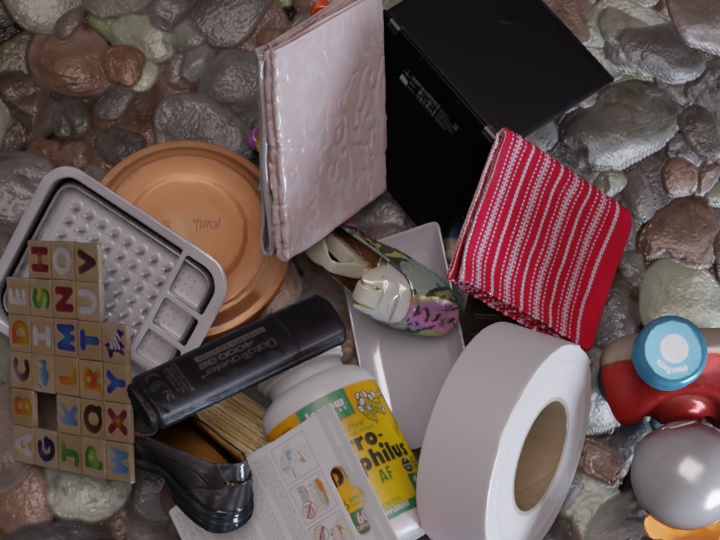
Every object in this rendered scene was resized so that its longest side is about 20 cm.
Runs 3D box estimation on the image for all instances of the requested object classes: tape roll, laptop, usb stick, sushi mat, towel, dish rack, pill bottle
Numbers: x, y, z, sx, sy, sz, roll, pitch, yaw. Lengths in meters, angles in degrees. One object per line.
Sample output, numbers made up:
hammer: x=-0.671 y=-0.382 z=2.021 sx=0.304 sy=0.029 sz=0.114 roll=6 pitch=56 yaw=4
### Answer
tape roll: x=0.127 y=0.148 z=1.408 sx=0.070 sy=0.203 sz=0.204 roll=17 pitch=70 yaw=29
laptop: x=0.097 y=-0.166 z=1.550 sx=0.115 sy=0.201 sz=0.188 roll=-11 pitch=55 yaw=-48
usb stick: x=-0.102 y=0.076 z=1.386 sx=0.199 sy=0.033 sz=0.056 roll=-24 pitch=59 yaw=-27
sushi mat: x=-0.174 y=0.126 z=1.499 sx=0.199 sy=0.012 sz=0.096 roll=33 pitch=73 yaw=6
towel: x=-0.031 y=-0.131 z=1.444 sx=0.032 sy=0.202 sz=0.191 roll=14 pitch=30 yaw=27
dish rack: x=-0.225 y=0.018 z=1.472 sx=0.199 sy=0.044 sz=0.173 roll=33 pitch=105 yaw=7
towel: x=0.164 y=-0.022 z=1.448 sx=0.022 sy=0.199 sz=0.146 roll=11 pitch=78 yaw=47
pill bottle: x=-0.019 y=0.155 z=1.448 sx=0.112 sy=0.113 sz=0.201 roll=-25 pitch=75 yaw=-10

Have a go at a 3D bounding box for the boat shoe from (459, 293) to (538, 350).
boat shoe: x=0.134 y=0.012 z=1.503 sx=0.071 sy=0.068 sz=0.202 roll=9 pitch=109 yaw=7

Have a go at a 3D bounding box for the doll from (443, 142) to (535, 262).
doll: x=0.130 y=-0.059 z=1.554 sx=0.200 sy=0.048 sz=0.137 roll=43 pitch=96 yaw=11

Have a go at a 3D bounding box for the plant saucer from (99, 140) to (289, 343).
plant saucer: x=-0.163 y=-0.031 z=1.532 sx=0.198 sy=0.032 sz=0.202 roll=2 pitch=70 yaw=-6

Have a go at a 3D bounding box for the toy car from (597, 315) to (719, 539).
toy car: x=0.302 y=0.153 z=1.436 sx=0.175 sy=0.184 sz=0.202 roll=-1 pitch=78 yaw=-4

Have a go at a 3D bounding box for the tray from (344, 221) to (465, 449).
tray: x=0.047 y=0.065 z=1.512 sx=0.106 sy=0.022 sz=0.202 roll=-17 pitch=73 yaw=20

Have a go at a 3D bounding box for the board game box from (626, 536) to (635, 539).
board game box: x=0.300 y=0.324 z=1.420 sx=0.198 sy=0.103 sz=0.106 roll=22 pitch=73 yaw=4

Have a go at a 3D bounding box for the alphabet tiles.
alphabet tiles: x=-0.254 y=0.075 z=1.419 sx=0.008 sy=0.166 sz=0.202 roll=-7 pitch=97 yaw=-47

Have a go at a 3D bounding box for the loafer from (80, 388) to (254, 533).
loafer: x=-0.163 y=0.136 z=1.395 sx=0.199 sy=0.073 sz=0.073 roll=33 pitch=39 yaw=24

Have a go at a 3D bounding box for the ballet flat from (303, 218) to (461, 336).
ballet flat: x=0.000 y=0.000 z=1.493 sx=0.199 sy=0.071 sz=0.070 roll=38 pitch=114 yaw=26

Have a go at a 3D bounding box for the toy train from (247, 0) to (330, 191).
toy train: x=-0.044 y=-0.157 z=1.525 sx=0.055 sy=0.150 sz=0.202 roll=25 pitch=86 yaw=-21

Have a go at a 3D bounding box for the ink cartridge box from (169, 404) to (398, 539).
ink cartridge box: x=-0.054 y=0.229 z=1.402 sx=0.199 sy=0.047 sz=0.161 roll=-35 pitch=74 yaw=25
